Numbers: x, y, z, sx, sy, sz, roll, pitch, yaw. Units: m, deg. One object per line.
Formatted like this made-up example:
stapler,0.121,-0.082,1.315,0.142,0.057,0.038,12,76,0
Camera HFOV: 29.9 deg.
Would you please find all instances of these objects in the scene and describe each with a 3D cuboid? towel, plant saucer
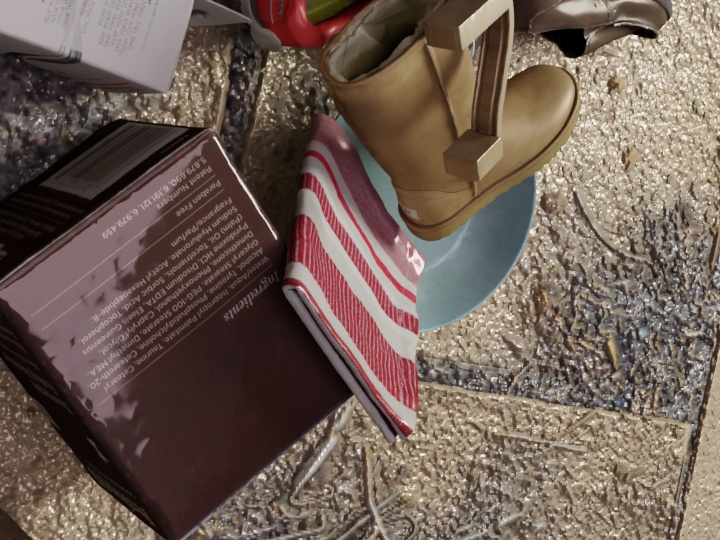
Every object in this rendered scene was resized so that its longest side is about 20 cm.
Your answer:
towel,0.000,0.000,0.890,0.023,0.200,0.144,-23,120,19
plant saucer,0.039,-0.053,1.017,0.200,0.039,0.202,-8,109,-26

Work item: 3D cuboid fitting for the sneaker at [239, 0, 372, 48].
sneaker,0.017,-0.205,0.870,0.200,0.085,0.077,-42,128,-12

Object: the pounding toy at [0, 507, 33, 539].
pounding toy,-0.258,0.258,0.839,0.184,0.142,0.200,-37,114,-21

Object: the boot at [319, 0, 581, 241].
boot,0.071,-0.123,0.899,0.175,0.066,0.200,-46,148,-11

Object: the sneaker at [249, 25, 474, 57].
sneaker,0.024,-0.179,0.974,0.199,0.079,0.130,-40,106,-30

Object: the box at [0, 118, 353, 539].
box,-0.137,0.030,0.862,0.164,0.166,0.200,-39,114,-20

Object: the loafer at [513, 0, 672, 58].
loafer,0.168,-0.202,1.051,0.200,0.073,0.071,3,106,-44

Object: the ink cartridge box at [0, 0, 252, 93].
ink cartridge box,-0.182,-0.159,0.838,0.199,0.116,0.068,17,89,-30

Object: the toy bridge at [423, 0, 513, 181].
toy bridge,0.065,-0.155,0.803,0.067,0.027,0.201,-44,136,-37
